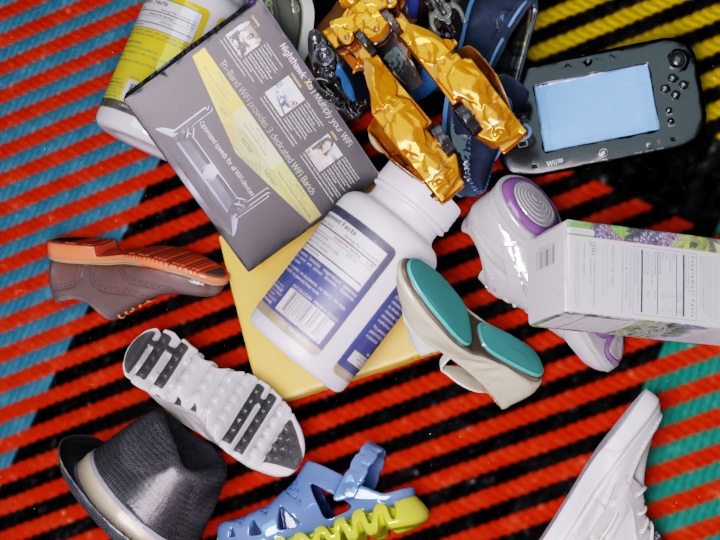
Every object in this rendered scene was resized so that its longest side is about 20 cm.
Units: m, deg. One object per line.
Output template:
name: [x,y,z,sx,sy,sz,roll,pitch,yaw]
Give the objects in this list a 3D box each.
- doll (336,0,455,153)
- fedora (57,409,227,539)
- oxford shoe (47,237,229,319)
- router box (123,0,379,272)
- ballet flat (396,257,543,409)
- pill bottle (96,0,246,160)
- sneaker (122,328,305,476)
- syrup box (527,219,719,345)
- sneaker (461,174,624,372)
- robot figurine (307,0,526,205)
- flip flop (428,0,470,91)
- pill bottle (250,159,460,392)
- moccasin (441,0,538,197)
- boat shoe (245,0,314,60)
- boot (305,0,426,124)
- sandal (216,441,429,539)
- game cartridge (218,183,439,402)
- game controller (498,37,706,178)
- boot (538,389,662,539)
doll: [0.027,-0.206,1.204,0.135,0.048,0.203,9,110,23]
fedora: [-0.181,0.187,1.178,0.200,0.201,0.092,42,92,16]
oxford shoe: [-0.220,0.013,1.293,0.197,0.071,0.074,8,100,23]
router box: [-0.100,-0.127,1.215,0.156,0.052,0.201,-34,107,3]
ballet flat: [0.084,0.063,1.166,0.069,0.199,0.070,-34,34,28]
pill bottle: [-0.175,-0.215,1.293,0.111,0.112,0.202,22,85,15]
sneaker: [-0.134,0.131,1.242,0.199,0.081,0.075,33,68,17]
syrup box: [0.251,0.013,1.133,0.197,0.079,0.083,5,78,-16]
sneaker: [0.170,0.010,1.208,0.099,0.075,0.201,-36,88,46]
robot figurine: [0.045,-0.165,1.134,0.144,0.058,0.201,-38,83,2]
flip flop: [0.101,-0.268,1.267,0.057,0.081,0.202,15,83,48]
pill bottle: [0.000,0.000,1.189,0.111,0.111,0.201,38,88,16]
moccasin: [0.120,-0.167,1.192,0.067,0.080,0.203,4,81,28]
boat shoe: [-0.095,-0.173,1.267,0.072,0.060,0.205,22,106,52]
boot: [-0.023,-0.258,1.299,0.188,0.068,0.201,45,109,29]
sandal: [-0.039,0.218,1.211,0.197,0.080,0.088,-14,74,1]
game cartridge: [-0.024,0.020,1.263,0.197,0.032,0.179,-17,77,7]
game controller: [0.222,-0.152,1.230,0.197,0.042,0.106,-10,78,11]
boot: [0.234,0.212,1.156,0.095,0.074,0.201,33,97,10]
